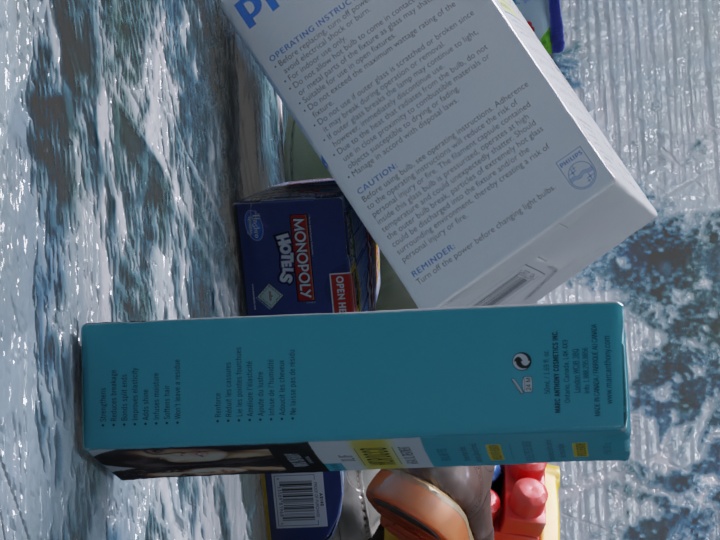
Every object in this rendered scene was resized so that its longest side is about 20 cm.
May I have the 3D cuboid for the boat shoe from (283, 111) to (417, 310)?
[{"bbox_3d":[0.014,-0.020,1.729,0.200,0.074,0.066,64,14,20],"label":"boat shoe"}]

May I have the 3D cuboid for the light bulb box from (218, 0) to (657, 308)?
[{"bbox_3d":[0.046,-0.085,1.554,0.200,0.125,0.198,56,7,11],"label":"light bulb box"}]

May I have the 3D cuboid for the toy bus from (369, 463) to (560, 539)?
[{"bbox_3d":[0.075,0.207,1.876,0.192,0.135,0.200,111,-14,-50],"label":"toy bus"}]

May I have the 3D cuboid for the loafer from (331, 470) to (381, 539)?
[{"bbox_3d":[0.008,0.117,1.823,0.200,0.070,0.070,-79,165,-69],"label":"loafer"}]

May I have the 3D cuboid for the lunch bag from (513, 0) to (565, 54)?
[{"bbox_3d":[0.041,-0.233,1.857,0.128,0.170,0.200,-92,176,-51],"label":"lunch bag"}]

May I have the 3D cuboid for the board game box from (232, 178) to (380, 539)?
[{"bbox_3d":[-0.022,0.027,1.612,0.200,0.062,0.200,-75,161,-71],"label":"board game box"}]

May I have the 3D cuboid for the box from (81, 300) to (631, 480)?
[{"bbox_3d":[0.000,0.046,1.089,0.082,0.199,0.049,63,24,-77],"label":"box"}]

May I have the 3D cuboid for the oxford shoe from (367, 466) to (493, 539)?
[{"bbox_3d":[0.056,0.129,1.693,0.073,0.071,0.200,-60,169,-10],"label":"oxford shoe"}]
